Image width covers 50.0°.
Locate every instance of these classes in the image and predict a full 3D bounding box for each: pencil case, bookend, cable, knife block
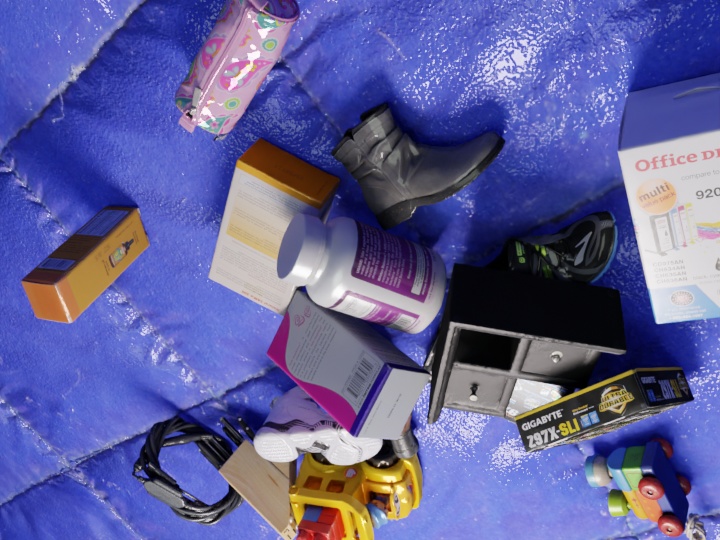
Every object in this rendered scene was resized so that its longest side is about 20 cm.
[{"bbox_3d":[-0.149,-0.250,0.911,0.087,0.088,0.200,39,127,-7],"label":"pencil case"},{"bbox_3d":[0.190,0.107,0.932,0.194,0.093,0.203,9,136,2],"label":"bookend"},{"bbox_3d":[-0.284,0.342,1.319,0.197,0.164,0.051,31,123,-10],"label":"cable"},{"bbox_3d":[-0.191,0.341,1.265,0.171,0.204,0.064,-7,149,6],"label":"knife block"}]

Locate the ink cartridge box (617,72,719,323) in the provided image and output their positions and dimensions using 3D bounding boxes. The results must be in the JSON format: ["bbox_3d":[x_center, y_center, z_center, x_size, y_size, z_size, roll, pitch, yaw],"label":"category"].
[{"bbox_3d":[0.353,-0.077,0.778,0.144,0.145,0.203,-9,118,28],"label":"ink cartridge box"}]

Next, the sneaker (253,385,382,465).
[{"bbox_3d":[-0.060,0.232,1.188,0.195,0.116,0.077,-3,123,9],"label":"sneaker"}]

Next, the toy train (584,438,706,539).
[{"bbox_3d":[0.402,0.331,1.081,0.114,0.085,0.202,-14,117,41],"label":"toy train"}]

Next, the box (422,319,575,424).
[{"bbox_3d":[0.194,0.121,1.042,0.196,0.046,0.161,24,128,6],"label":"box"}]

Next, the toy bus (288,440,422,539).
[{"bbox_3d":[-0.016,0.364,1.204,0.195,0.193,0.138,2,122,19],"label":"toy bus"}]

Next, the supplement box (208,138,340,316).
[{"bbox_3d":[-0.118,-0.055,1.036,0.124,0.074,0.202,26,127,4],"label":"supplement box"}]

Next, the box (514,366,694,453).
[{"bbox_3d":[0.301,0.168,0.939,0.158,0.198,0.050,-29,68,32],"label":"box"}]

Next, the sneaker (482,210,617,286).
[{"bbox_3d":[0.215,-0.009,0.917,0.082,0.072,0.198,21,142,-41],"label":"sneaker"}]

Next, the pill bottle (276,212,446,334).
[{"bbox_3d":[0.000,0.000,0.958,0.196,0.114,0.113,20,133,-24],"label":"pill bottle"}]

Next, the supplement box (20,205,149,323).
[{"bbox_3d":[-0.383,-0.014,1.094,0.067,0.201,0.068,6,126,22],"label":"supplement box"}]

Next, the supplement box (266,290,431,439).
[{"bbox_3d":[-0.019,0.124,1.024,0.199,0.102,0.103,36,101,38],"label":"supplement box"}]

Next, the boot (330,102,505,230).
[{"bbox_3d":[0.060,-0.143,0.910,0.198,0.070,0.133,-29,103,30],"label":"boot"}]

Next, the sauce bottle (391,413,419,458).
[{"bbox_3d":[0.039,0.191,1.143,0.065,0.066,0.204,-6,118,26],"label":"sauce bottle"}]
